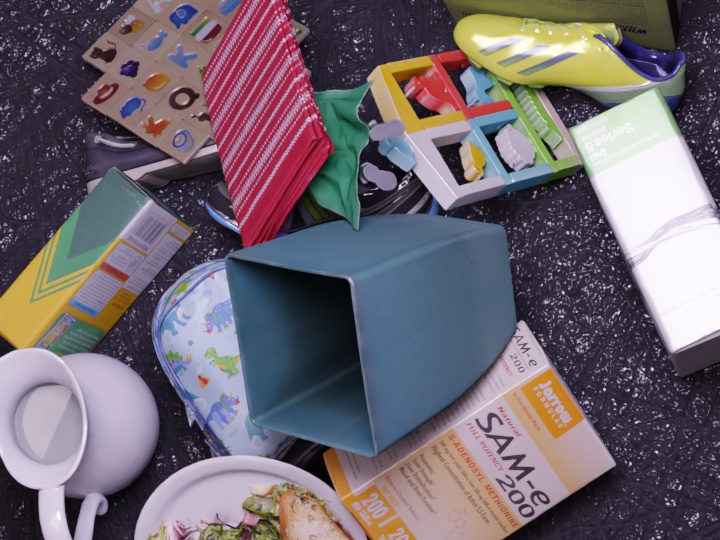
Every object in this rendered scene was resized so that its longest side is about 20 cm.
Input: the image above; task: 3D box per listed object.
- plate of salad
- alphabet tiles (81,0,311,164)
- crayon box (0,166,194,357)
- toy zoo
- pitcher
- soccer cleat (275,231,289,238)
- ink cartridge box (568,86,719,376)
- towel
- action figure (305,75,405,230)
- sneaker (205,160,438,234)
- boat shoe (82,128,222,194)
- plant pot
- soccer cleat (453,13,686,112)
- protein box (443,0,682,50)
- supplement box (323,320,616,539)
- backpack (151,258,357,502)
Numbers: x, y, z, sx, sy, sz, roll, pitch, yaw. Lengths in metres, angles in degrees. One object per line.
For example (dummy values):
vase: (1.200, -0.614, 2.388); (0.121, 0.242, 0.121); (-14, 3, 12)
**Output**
plate of salad: (-0.090, 0.242, 1.694); (0.198, 0.048, 0.202); (3, 119, 6)
alphabet tiles: (-0.145, -0.179, 1.809); (0.199, 0.006, 0.167); (32, 71, 31)
crayon box: (-0.240, 0.014, 1.774); (0.051, 0.126, 0.200); (40, 90, 16)
toy zoo: (0.088, -0.120, 1.707); (0.020, 0.199, 0.132); (-44, 69, 43)
pitcher: (-0.234, 0.153, 1.709); (0.120, 0.200, 0.173); (-10, 83, 9)
soccer cleat: (0.000, 0.000, 1.736); (0.199, 0.068, 0.074); (24, 90, -4)
ink cartridge box: (0.250, -0.027, 1.666); (0.083, 0.145, 0.201); (-24, 75, 7)
towel: (-0.079, -0.130, 1.687); (0.145, 0.022, 0.201); (-54, 40, 41)
action figure: (-0.030, -0.104, 1.675); (0.054, 0.200, 0.119); (8, 95, -29)
sneaker: (-0.033, -0.068, 1.761); (0.198, 0.071, 0.083); (-2, 115, 7)
boat shoe: (-0.152, -0.117, 1.807); (0.198, 0.073, 0.063); (-16, 80, 14)
plant pot: (0.023, 0.031, 1.606); (0.141, 0.199, 0.142); (11, 116, 45)
soccer cleat: (0.177, -0.184, 1.724); (0.199, 0.084, 0.065); (19, 44, 0)
protein box: (0.168, -0.282, 1.701); (0.197, 0.200, 0.136); (8, 81, 13)
supplement box: (0.088, 0.153, 1.673); (0.199, 0.126, 0.074); (-34, 31, 5)
backpack: (-0.084, 0.082, 1.731); (0.163, 0.154, 0.200); (-40, 64, 8)
